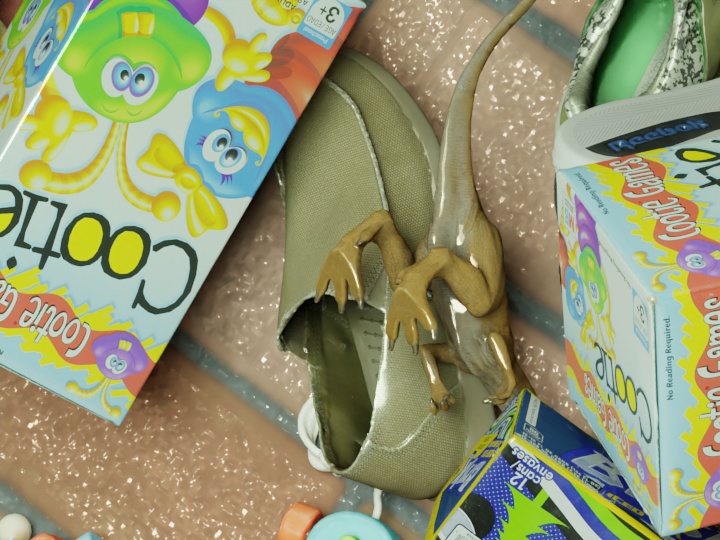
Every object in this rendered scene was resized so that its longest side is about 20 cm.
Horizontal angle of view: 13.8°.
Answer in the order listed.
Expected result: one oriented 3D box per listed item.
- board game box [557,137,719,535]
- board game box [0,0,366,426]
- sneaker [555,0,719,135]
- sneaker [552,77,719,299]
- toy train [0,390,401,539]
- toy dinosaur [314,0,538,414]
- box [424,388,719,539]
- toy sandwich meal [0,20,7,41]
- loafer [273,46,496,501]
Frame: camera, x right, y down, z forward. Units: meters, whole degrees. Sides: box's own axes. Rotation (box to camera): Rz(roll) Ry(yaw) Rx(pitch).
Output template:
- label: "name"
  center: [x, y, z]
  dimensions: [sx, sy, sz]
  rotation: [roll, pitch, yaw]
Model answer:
- label: "board game box"
  center: [0.186, 0.008, 1.108]
  dimensions: [0.200, 0.103, 0.105]
  rotation: [-13, 32, -11]
- label: "board game box"
  center: [-0.102, -0.056, 1.231]
  dimensions: [0.103, 0.105, 0.200]
  rotation: [29, 94, -21]
- label: "sneaker"
  center: [0.135, -0.125, 1.217]
  dimensions: [0.077, 0.089, 0.200]
  rotation: [20, 84, 18]
- label: "sneaker"
  center: [0.168, -0.024, 1.204]
  dimensions: [0.200, 0.112, 0.073]
  rotation: [-11, 34, -16]
- label: "toy train"
  center: [-0.069, 0.135, 1.238]
  dimensions: [0.200, 0.056, 0.150]
  rotation: [-30, 73, 8]
- label: "toy dinosaur"
  center: [0.037, -0.010, 1.189]
  dimensions: [0.060, 0.106, 0.200]
  rotation: [-3, 97, 43]
- label: "box"
  center: [0.121, 0.134, 1.137]
  dimensions: [0.200, 0.070, 0.064]
  rotation: [37, 104, -2]
- label: "toy sandwich meal"
  center: [-0.232, -0.063, 1.316]
  dimensions: [0.205, 0.070, 0.205]
  rotation: [-3, 78, 15]
- label: "loafer"
  center: [0.000, 0.000, 1.228]
  dimensions: [0.076, 0.067, 0.200]
  rotation: [-35, 68, 46]
